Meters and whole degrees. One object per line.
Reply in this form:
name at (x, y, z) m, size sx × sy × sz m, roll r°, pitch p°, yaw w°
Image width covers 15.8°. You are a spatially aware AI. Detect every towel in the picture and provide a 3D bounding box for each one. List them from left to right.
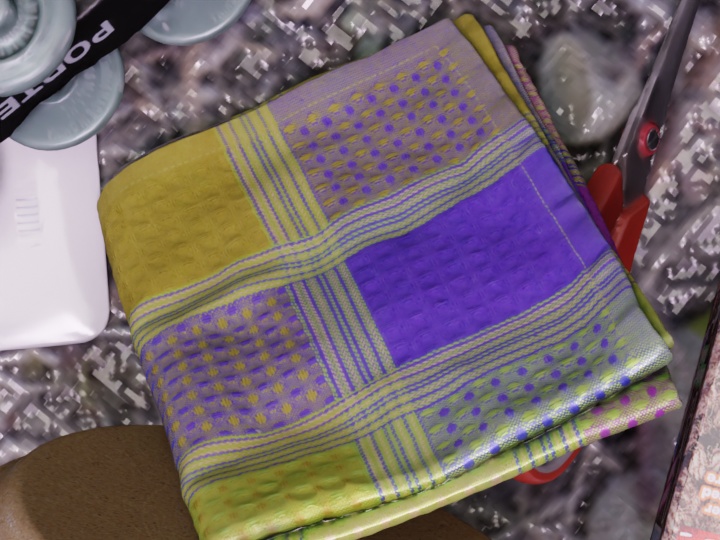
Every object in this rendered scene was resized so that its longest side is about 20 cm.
towel at (0.000, 0.000, 0.755) m, size 0.144 × 0.200 × 0.023 m, roll -22°, pitch 126°, yaw 1°

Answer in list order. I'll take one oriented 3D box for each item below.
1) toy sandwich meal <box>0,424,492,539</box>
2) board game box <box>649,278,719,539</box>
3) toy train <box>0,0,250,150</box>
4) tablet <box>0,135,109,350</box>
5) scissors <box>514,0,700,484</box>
toy sandwich meal at (-0.027, 0.107, 0.723) m, size 0.205 × 0.205 × 0.070 m, roll 20°, pitch 106°, yaw 6°
board game box at (0.166, 0.087, 0.758) m, size 0.159 × 0.097 × 0.200 m, roll 16°, pitch 86°, yaw 6°
toy train at (-0.121, -0.091, 0.794) m, size 0.200 × 0.085 × 0.114 m, roll -39°, pitch 74°, yaw 0°
tablet at (-0.153, -0.070, 0.839) m, size 0.130 × 0.014 × 0.200 m, roll -6°, pitch 84°, yaw 4°
scissors at (0.085, -0.027, 0.813) m, size 0.014 × 0.073 × 0.200 m, roll 9°, pitch 59°, yaw 40°
